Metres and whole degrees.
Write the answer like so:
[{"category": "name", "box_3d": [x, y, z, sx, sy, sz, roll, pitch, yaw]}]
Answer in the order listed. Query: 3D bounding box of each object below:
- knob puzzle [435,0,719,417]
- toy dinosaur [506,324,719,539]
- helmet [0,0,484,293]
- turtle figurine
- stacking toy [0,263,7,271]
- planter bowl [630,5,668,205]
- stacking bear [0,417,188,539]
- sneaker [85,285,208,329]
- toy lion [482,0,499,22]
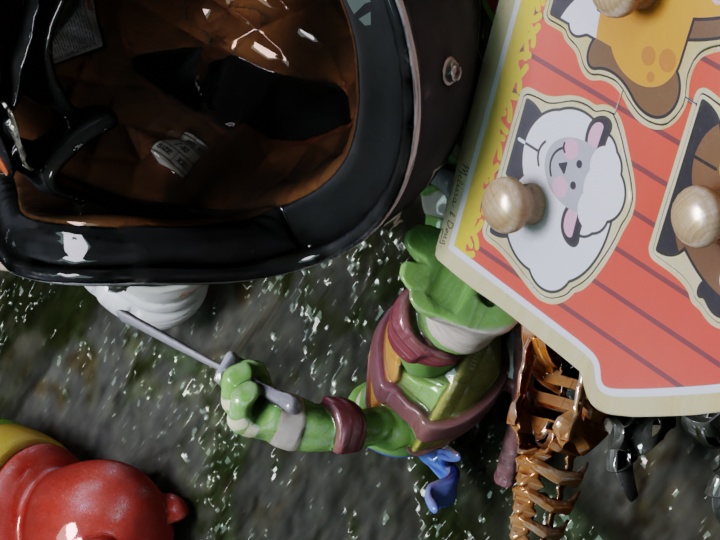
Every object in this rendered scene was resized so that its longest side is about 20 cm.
[{"category": "knob puzzle", "box_3d": [0.102, -0.041, 0.825, 0.219, 0.030, 0.222, 6, 97, 49]}, {"category": "toy dinosaur", "box_3d": [0.099, 0.026, 0.944, 0.200, 0.136, 0.102, -49, 43, 2]}, {"category": "helmet", "box_3d": [-0.053, -0.090, 0.935, 0.200, 0.189, 0.202, 168, 90, -73]}, {"category": "turtle figurine", "box_3d": [0.000, 0.000, 1.029, 0.201, 0.143, 0.194, 64, 152, 13]}, {"category": "stacking toy", "box_3d": [-0.242, -0.067, 1.250, 0.145, 0.199, 0.148, 6, 99, 46]}, {"category": "planter bowl", "box_3d": [0.207, -0.033, 0.836, 0.199, 0.134, 0.202, 6, 98, 45]}, {"category": "stacking bear", "box_3d": [-0.180, 0.131, 1.282, 0.199, 0.121, 0.115, 2, 103, 36]}, {"category": "sneaker", "box_3d": [-0.143, -0.060, 1.189, 0.199, 0.074, 0.080, 37, 151, -3]}, {"category": "toy lion", "box_3d": [0.124, -0.142, 0.970, 0.200, 0.068, 0.193, 34, 124, 38]}]
